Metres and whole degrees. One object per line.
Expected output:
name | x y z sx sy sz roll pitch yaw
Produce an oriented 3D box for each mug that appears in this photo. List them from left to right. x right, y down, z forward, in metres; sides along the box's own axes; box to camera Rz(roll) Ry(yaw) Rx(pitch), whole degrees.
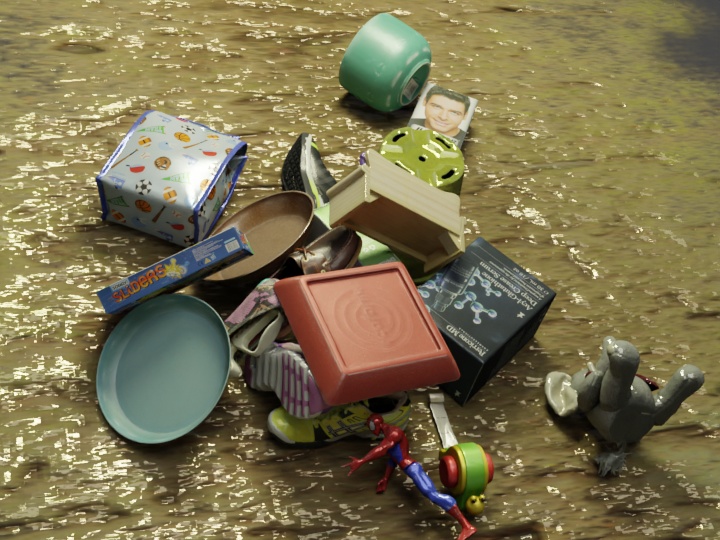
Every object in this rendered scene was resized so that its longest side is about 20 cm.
mug | 0.062 -0.362 2.007 0.114 0.152 0.185 37 51 17

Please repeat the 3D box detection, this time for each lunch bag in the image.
lunch bag | -0.280 -0.146 1.735 0.170 0.124 0.200 19 53 4

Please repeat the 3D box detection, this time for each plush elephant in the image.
plush elephant | 0.357 0.169 1.621 0.164 0.200 0.155 11 22 -24

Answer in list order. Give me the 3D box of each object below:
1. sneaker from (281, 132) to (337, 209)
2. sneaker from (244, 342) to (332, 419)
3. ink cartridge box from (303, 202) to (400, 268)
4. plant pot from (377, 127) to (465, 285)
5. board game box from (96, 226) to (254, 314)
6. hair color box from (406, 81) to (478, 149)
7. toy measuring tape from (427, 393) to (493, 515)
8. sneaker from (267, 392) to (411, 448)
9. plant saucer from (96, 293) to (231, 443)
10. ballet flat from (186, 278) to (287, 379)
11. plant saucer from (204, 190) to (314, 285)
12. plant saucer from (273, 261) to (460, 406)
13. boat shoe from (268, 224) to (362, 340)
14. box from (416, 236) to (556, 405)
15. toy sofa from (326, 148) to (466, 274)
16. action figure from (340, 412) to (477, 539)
sneaker | -0.073 -0.133 1.833 0.083 0.072 0.200 18 44 -27
sneaker | -0.078 0.137 1.523 0.088 0.081 0.200 1 12 -31
ink cartridge box | 0.000 0.000 1.694 0.059 0.104 0.200 -26 60 -33
plant pot | 0.076 -0.111 1.761 0.200 0.184 0.201 9 47 -9
board game box | -0.246 0.003 1.550 0.200 0.135 0.035 -26 87 -2
hair color box | 0.128 -0.232 1.972 0.099 0.061 0.200 20 46 3
toy measuring tape | 0.133 0.235 1.543 0.073 0.074 0.200 -1 50 -17
sneaker | -0.027 0.186 1.536 0.199 0.077 0.076 -6 52 -19
plant saucer | -0.252 0.129 1.491 0.200 0.027 0.201 -8 67 19
ballet flat | -0.163 0.097 1.518 0.200 0.069 0.071 -45 52 3
plant saucer | -0.148 -0.040 1.676 0.200 0.037 0.201 -22 32 15
plant saucer | 0.012 0.068 1.490 0.199 0.037 0.200 -9 54 -27
boat shoe | -0.078 0.006 1.596 0.070 0.070 0.200 22 65 47
box | 0.162 0.070 1.675 0.148 0.107 0.200 37 50 17
toy sofa | 0.053 -0.082 1.629 0.200 0.083 0.098 25 50 -33
action figure | 0.053 0.280 1.477 0.099 0.065 0.200 -34 75 -4
